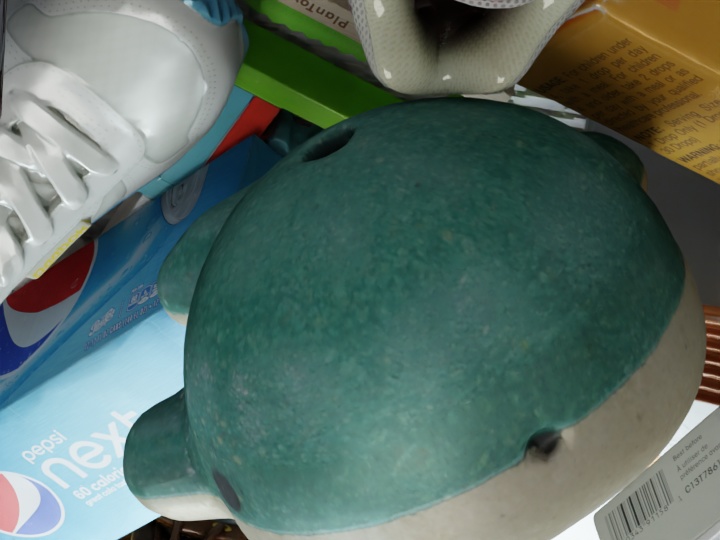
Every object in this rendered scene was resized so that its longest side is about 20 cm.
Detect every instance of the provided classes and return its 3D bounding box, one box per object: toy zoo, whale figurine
[{"bbox_3d":[-0.055,-0.031,0.904,0.131,0.020,0.200,26,136,-14],"label":"toy zoo"},{"bbox_3d":[0.000,0.000,0.732,0.159,0.200,0.104,-33,117,-8],"label":"whale figurine"}]

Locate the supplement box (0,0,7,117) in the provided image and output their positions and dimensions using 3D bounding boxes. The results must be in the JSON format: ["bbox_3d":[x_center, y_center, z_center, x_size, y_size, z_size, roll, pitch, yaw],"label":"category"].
[{"bbox_3d":[-0.194,-0.101,0.768,0.199,0.109,0.061,2,166,-3],"label":"supplement box"}]

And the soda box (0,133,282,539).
[{"bbox_3d":[-0.081,0.038,0.920,0.068,0.064,0.200,38,131,-25],"label":"soda box"}]

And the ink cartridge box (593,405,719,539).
[{"bbox_3d":[0.166,0.085,0.784,0.200,0.039,0.099,31,116,-34],"label":"ink cartridge box"}]

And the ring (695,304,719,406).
[{"bbox_3d":[0.084,0.082,0.834,0.200,0.019,0.201,7,138,7],"label":"ring"}]

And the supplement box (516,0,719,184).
[{"bbox_3d":[0.139,-0.044,0.744,0.200,0.067,0.069,24,164,-14],"label":"supplement box"}]

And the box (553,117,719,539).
[{"bbox_3d":[0.126,0.055,0.888,0.152,0.107,0.200,11,137,2],"label":"box"}]

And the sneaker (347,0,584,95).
[{"bbox_3d":[0.037,-0.108,0.633,0.081,0.088,0.200,3,149,-2],"label":"sneaker"}]

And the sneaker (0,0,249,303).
[{"bbox_3d":[-0.108,-0.026,0.848,0.076,0.081,0.200,38,131,-21],"label":"sneaker"}]

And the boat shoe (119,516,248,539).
[{"bbox_3d":[-0.067,0.123,1.029,0.199,0.072,0.068,1,138,16],"label":"boat shoe"}]
